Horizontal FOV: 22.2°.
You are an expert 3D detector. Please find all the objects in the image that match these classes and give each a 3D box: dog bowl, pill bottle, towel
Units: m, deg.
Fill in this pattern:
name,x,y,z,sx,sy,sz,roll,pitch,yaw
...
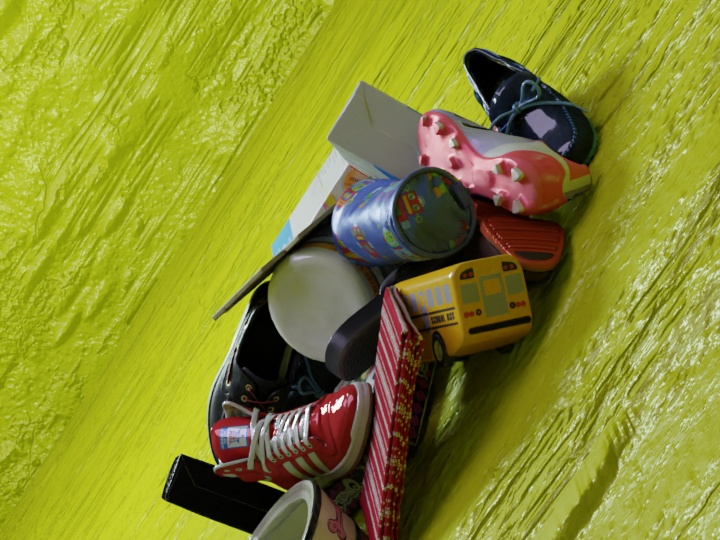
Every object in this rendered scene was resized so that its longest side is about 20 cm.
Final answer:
name,x,y,z,sx,sy,sz,roll,pitch,yaw
dog bowl,-0.062,0.284,1.566,0.201,0.073,0.200,-56,12,18
pill bottle,0.000,0.000,1.802,0.117,0.116,0.200,-50,-5,34
towel,0.025,0.127,1.511,0.145,0.022,0.202,-113,28,-75

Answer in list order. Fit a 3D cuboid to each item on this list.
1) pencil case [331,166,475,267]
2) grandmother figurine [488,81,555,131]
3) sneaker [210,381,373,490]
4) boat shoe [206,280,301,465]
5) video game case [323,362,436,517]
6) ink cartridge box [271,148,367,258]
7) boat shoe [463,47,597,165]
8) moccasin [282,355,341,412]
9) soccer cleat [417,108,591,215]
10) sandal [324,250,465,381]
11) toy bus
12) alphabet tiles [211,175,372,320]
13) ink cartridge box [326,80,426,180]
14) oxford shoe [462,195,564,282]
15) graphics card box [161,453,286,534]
name,x,y,z,sx,sy,sz,roll,pitch,yaw
pencil case,0.037,-0.047,1.619,0.087,0.078,0.200,-37,9,-15
grandmother figurine,0.121,-0.085,1.752,0.201,0.060,0.121,-58,3,-7
sneaker,-0.065,0.143,1.613,0.200,0.112,0.072,129,152,-56
boat shoe,-0.105,0.110,1.846,0.063,0.073,0.203,-146,73,-76
video game case,0.011,0.135,1.712,0.181,0.036,0.201,-51,15,40
ink cartridge box,0.011,-0.062,1.965,0.201,0.128,0.125,-58,12,11
boat shoe,0.141,-0.142,1.663,0.084,0.068,0.200,-54,33,4
moccasin,-0.043,0.132,1.889,0.068,0.080,0.201,-83,12,-52
soccer cleat,0.119,-0.096,1.601,0.200,0.076,0.067,32,126,55
sandal,0.036,0.023,1.652,0.200,0.043,0.077,-33,-38,-35
toy bus,0.075,0.039,1.536,0.200,0.065,0.079,160,97,-71
alphabet tiles,-0.067,-0.022,1.798,0.166,0.006,0.200,-42,0,-33
ink cartridge box,0.045,-0.112,1.788,0.068,0.116,0.200,-60,-10,-1
oxford shoe,0.128,-0.012,1.569,0.200,0.070,0.073,-114,30,-74
graphics card box,-0.129,0.221,1.781,0.200,0.125,0.051,135,156,-82
